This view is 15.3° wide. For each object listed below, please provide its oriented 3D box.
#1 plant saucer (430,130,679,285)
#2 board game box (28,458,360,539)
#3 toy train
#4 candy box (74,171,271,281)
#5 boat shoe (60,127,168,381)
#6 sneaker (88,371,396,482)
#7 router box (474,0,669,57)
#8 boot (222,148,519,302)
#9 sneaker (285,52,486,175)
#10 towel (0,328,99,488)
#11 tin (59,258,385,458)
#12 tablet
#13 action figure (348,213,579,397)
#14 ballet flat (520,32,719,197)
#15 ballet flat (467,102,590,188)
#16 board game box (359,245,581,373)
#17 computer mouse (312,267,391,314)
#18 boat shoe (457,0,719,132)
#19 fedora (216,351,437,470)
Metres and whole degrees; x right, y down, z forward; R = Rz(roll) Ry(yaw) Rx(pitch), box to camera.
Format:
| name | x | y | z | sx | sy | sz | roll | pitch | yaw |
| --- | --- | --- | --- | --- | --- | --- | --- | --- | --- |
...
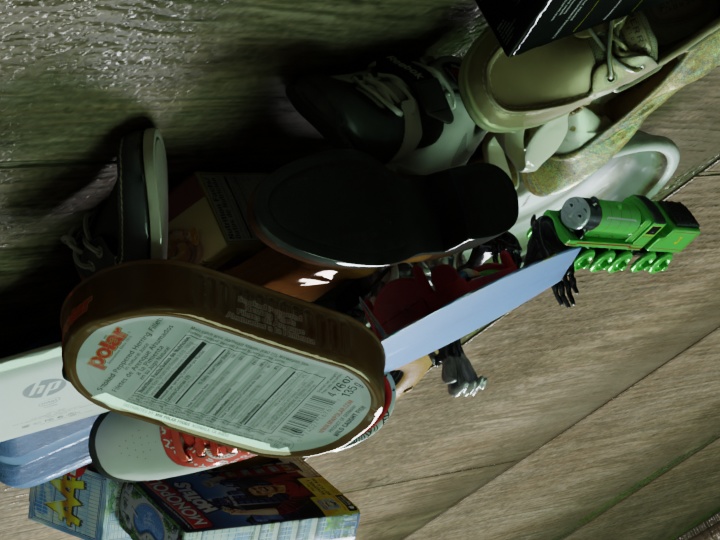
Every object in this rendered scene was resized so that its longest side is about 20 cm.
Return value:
| name | x | y | z | sx | sy | sz | roll | pitch | yaw |
| --- | --- | --- | --- | --- | --- | --- | --- | --- | --- |
| plant saucer | 0.127 | -0.055 | 1.889 | 0.200 | 0.050 | 0.200 | -24 | 163 | -8 |
| board game box | -0.136 | 0.173 | 2.006 | 0.199 | 0.200 | 0.062 | -4 | 113 | -30 |
| toy train | 0.183 | -0.028 | 1.904 | 0.056 | 0.042 | 0.200 | -44 | 158 | 22 |
| candy box | -0.071 | -0.013 | 1.695 | 0.115 | 0.055 | 0.200 | -35 | 162 | 32 |
| boat shoe | -0.144 | 0.000 | 1.547 | 0.063 | 0.073 | 0.200 | 4 | 134 | -3 |
| sneaker | -0.075 | 0.094 | 1.747 | 0.201 | 0.067 | 0.108 | -13 | -175 | -13 |
| router box | 0.162 | -0.204 | 1.472 | 0.149 | 0.051 | 0.200 | -21 | 163 | -26 |
| boot | -0.039 | -0.017 | 1.541 | 0.188 | 0.069 | 0.200 | -14 | 176 | -44 |
| sneaker | 0.022 | -0.099 | 1.573 | 0.089 | 0.074 | 0.200 | -47 | 161 | 8 |
| towel | -0.208 | 0.093 | 1.826 | 0.111 | 0.049 | 0.200 | -23 | 165 | -11 |
| tin | -0.077 | 0.053 | 1.534 | 0.200 | 0.042 | 0.112 | 19 | 133 | -25 |
| tablet | -0.197 | 0.075 | 1.677 | 0.199 | 0.014 | 0.130 | -16 | 159 | -5 |
| action figure | 0.043 | 0.026 | 1.798 | 0.119 | 0.102 | 0.200 | 18 | 149 | -40 |
| ballet flat | 0.162 | -0.122 | 1.718 | 0.200 | 0.071 | 0.071 | -38 | 161 | 28 |
| ballet flat | 0.086 | -0.081 | 1.717 | 0.067 | 0.062 | 0.200 | -9 | 157 | -28 |
| board game box | 0.052 | 0.014 | 1.646 | 0.158 | 0.039 | 0.200 | -27 | 172 | -5 |
| computer mouse | 0.000 | 0.000 | 1.669 | 0.200 | 0.034 | 0.059 | -38 | 180 | 35 |
| boat shoe | 0.147 | -0.140 | 1.586 | 0.200 | 0.072 | 0.065 | -24 | -172 | -27 |
| fedora | -0.044 | 0.073 | 1.957 | 0.200 | 0.082 | 0.201 | -23 | 164 | -7 |
